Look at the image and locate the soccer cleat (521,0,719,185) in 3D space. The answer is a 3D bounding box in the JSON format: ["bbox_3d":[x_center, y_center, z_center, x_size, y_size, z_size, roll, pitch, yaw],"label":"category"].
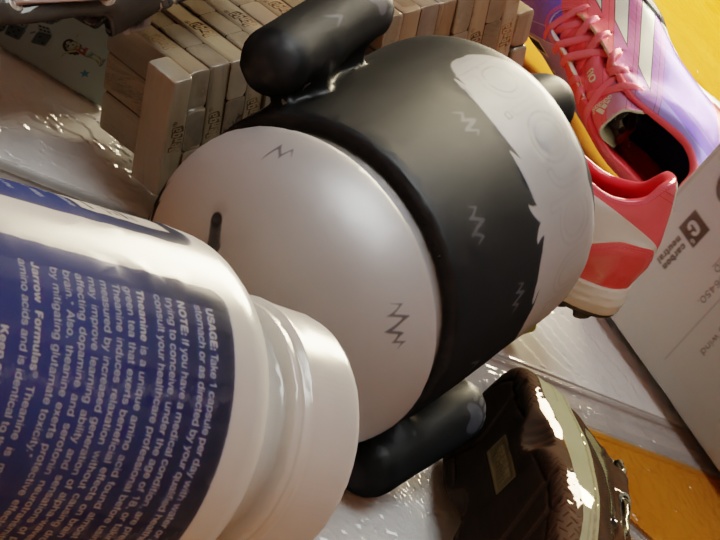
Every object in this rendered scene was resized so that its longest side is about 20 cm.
[{"bbox_3d":[0.142,-0.103,1.358,0.073,0.068,0.200,-5,51,-49],"label":"soccer cleat"}]

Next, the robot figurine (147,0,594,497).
[{"bbox_3d":[0.006,-0.014,0.909,0.150,0.125,0.200,47,41,9],"label":"robot figurine"}]

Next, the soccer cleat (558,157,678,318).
[{"bbox_3d":[0.044,-0.057,1.085,0.199,0.073,0.068,31,20,-3],"label":"soccer cleat"}]

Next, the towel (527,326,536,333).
[{"bbox_3d":[0.000,0.000,1.041,0.086,0.018,0.199,54,26,20],"label":"towel"}]

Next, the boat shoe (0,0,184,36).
[{"bbox_3d":[-0.128,-0.108,0.926,0.199,0.058,0.067,-1,12,-32],"label":"boat shoe"}]

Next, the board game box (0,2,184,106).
[{"bbox_3d":[-0.171,-0.173,1.022,0.199,0.064,0.148,31,24,-24],"label":"board game box"}]

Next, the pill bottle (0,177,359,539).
[{"bbox_3d":[-0.098,0.033,0.713,0.199,0.111,0.111,16,33,-43],"label":"pill bottle"}]

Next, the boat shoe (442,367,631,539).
[{"bbox_3d":[0.076,0.107,0.900,0.075,0.075,0.203,41,22,-15],"label":"boat shoe"}]

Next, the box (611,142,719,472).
[{"bbox_3d":[0.263,0.019,1.173,0.171,0.199,0.201,14,35,-47],"label":"box"}]

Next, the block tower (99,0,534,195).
[{"bbox_3d":[-0.018,-0.091,1.018,0.199,0.054,0.058,-21,45,-38],"label":"block tower"}]
